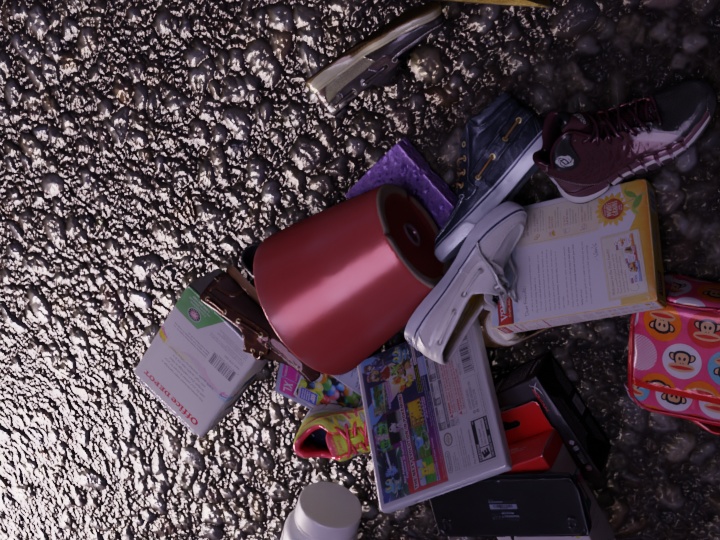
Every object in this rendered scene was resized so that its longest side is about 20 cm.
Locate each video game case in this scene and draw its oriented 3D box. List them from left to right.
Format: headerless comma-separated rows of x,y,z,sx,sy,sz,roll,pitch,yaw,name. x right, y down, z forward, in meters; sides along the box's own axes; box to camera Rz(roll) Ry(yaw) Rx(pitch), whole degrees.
0.086,0.176,1.228,0.181,0.023,0.202,-26,58,27,video game case

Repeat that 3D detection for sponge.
0.082,-0.056,1.249,0.200,0.030,0.111,49,124,1,sponge

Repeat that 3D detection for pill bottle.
-0.067,0.418,1.467,0.113,0.114,0.202,26,120,16,pill bottle

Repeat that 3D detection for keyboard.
0.178,0.299,1.177,0.198,0.021,0.129,-9,101,33,keyboard

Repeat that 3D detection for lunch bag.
0.403,0.105,1.120,0.198,0.082,0.178,9,118,26,lunch bag

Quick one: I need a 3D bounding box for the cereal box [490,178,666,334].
0.241,-0.013,1.135,0.198,0.039,0.146,-12,67,32,cereal box

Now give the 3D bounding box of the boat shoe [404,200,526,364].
0.139,0.021,1.116,0.086,0.075,0.203,37,87,34,boat shoe

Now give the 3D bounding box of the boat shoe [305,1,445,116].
0.026,-0.250,1.184,0.199,0.073,0.065,-24,109,36,boat shoe

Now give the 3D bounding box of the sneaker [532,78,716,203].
0.269,-0.151,1.055,0.115,0.076,0.199,27,130,-36,sneaker

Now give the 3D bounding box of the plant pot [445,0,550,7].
0.089,-0.378,1.031,0.198,0.200,0.179,10,103,24,plant pot

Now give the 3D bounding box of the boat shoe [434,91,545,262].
0.136,-0.108,1.158,0.091,0.071,0.201,43,98,13,boat shoe

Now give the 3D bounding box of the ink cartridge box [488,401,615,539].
0.208,0.272,1.202,0.116,0.067,0.201,-27,98,32,ink cartridge box

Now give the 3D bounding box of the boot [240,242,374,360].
-0.073,0.051,1.300,0.199,0.132,0.070,33,81,15,boot

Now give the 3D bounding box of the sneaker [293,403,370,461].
-0.004,0.220,1.323,0.198,0.090,0.079,-16,102,30,sneaker

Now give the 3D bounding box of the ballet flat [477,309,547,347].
0.209,0.053,1.201,0.199,0.072,0.068,-24,101,33,ballet flat

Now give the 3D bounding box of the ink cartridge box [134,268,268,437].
-0.221,0.122,1.445,0.145,0.087,0.201,42,121,7,ink cartridge box

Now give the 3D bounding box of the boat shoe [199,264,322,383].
-0.133,0.084,1.337,0.070,0.070,0.200,-43,75,-11,boat shoe

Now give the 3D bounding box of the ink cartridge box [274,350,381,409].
-0.021,0.155,1.382,0.198,0.042,0.120,22,119,16,ink cartridge box

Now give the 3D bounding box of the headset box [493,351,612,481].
0.194,0.217,1.272,0.199,0.075,0.149,-31,95,33,headset box

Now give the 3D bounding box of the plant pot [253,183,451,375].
0.000,0.000,1.196,0.177,0.200,0.201,-33,93,27,plant pot
